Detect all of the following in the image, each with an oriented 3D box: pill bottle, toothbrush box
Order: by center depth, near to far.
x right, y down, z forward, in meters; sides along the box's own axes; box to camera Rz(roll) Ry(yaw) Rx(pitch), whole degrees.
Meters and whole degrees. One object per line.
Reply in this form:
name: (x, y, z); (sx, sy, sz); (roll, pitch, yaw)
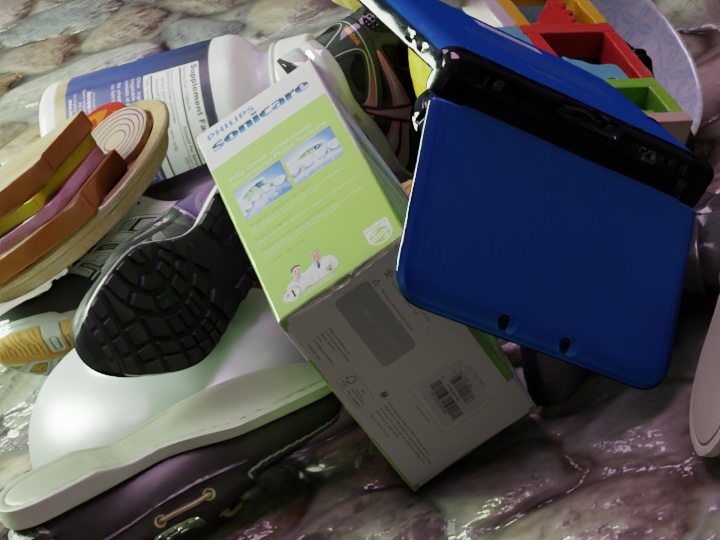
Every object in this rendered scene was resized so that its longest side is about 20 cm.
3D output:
toothbrush box: (0.000, 0.000, 1.512); (0.086, 0.146, 0.200); (-35, 34, 4)
pill bottle: (-0.119, -0.104, 1.971); (0.199, 0.112, 0.111); (-14, 22, 11)

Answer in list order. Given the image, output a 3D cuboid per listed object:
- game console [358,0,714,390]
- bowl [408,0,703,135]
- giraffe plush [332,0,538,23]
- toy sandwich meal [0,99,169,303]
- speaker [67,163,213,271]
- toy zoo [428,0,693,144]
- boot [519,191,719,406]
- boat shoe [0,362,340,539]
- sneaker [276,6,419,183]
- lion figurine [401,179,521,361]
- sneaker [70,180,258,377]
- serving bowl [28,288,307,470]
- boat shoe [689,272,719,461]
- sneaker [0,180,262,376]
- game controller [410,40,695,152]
game console: (0.079, -0.048, 1.461); (0.119, 0.199, 0.171); (-58, 39, 13)
bowl: (0.108, -0.110, 1.771); (0.200, 0.200, 0.108); (-44, -9, -47)
giraffe plush: (0.096, -0.168, 1.904); (0.173, 0.200, 0.162); (-46, 44, -4)
toy sandwich meal: (-0.208, -0.055, 1.761); (0.205, 0.070, 0.205); (-35, 21, 16)
speaker: (-0.101, -0.028, 1.821); (0.199, 0.082, 0.081); (-22, 22, -5)
toy zoo: (0.094, -0.134, 1.638); (0.130, 0.021, 0.200); (-3, 38, -27)
boot: (0.174, 0.005, 1.541); (0.131, 0.070, 0.200); (5, 40, 26)
boat shoe: (-0.098, 0.112, 1.516); (0.200, 0.061, 0.072); (-23, 17, -8)
sneaker: (0.020, -0.119, 1.827); (0.086, 0.080, 0.200); (-40, -16, 3)
lion figurine: (0.045, 0.001, 1.647); (0.122, 0.073, 0.200); (-15, 25, 20)
sneaker: (-0.119, 0.013, 1.602); (0.087, 0.076, 0.200); (-21, 13, 36)
serving bowl: (-0.110, 0.063, 1.635); (0.199, 0.066, 0.200); (-17, 23, 7)
boat shoe: (0.219, 0.027, 1.442); (0.072, 0.067, 0.200); (-59, 5, 44)
sneaker: (-0.146, -0.001, 1.749); (0.199, 0.088, 0.076); (-21, -22, -3)
game controller: (0.119, -0.082, 1.651); (0.199, 0.105, 0.042); (-20, -12, -42)
